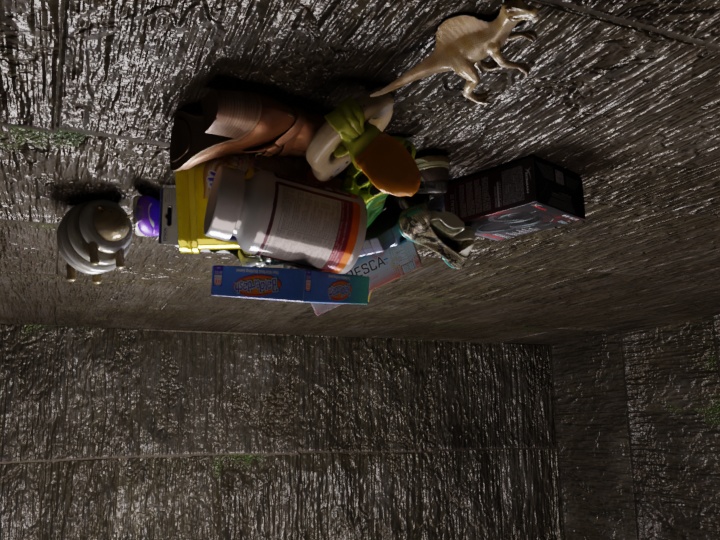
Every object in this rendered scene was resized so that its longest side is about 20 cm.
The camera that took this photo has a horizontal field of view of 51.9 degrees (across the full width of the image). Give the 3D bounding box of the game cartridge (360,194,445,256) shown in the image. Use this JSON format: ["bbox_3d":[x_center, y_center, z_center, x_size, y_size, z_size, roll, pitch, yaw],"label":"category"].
[{"bbox_3d":[0.051,-0.073,1.232,0.128,0.039,0.199,-5,-157,44],"label":"game cartridge"}]

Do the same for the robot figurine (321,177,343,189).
[{"bbox_3d":[-0.084,-0.088,1.202,0.198,0.117,0.145,-11,125,40],"label":"robot figurine"}]

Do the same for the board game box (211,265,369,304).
[{"bbox_3d":[-0.095,0.022,1.066,0.150,0.046,0.199,2,178,26],"label":"board game box"}]

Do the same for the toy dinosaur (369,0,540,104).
[{"bbox_3d":[0.110,-0.225,0.773,0.198,0.059,0.101,-21,143,39],"label":"toy dinosaur"}]

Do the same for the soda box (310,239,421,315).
[{"bbox_3d":[0.000,0.000,1.246,0.198,0.064,0.068,-24,-166,-4],"label":"soda box"}]

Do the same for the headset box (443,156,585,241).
[{"bbox_3d":[0.244,-0.110,1.219,0.148,0.079,0.198,11,162,-43],"label":"headset box"}]

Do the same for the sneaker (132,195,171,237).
[{"bbox_3d":[-0.325,-0.093,1.295,0.098,0.071,0.200,-4,176,7],"label":"sneaker"}]

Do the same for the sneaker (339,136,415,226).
[{"bbox_3d":[0.007,-0.117,1.075,0.200,0.074,0.084,-50,179,26],"label":"sneaker"}]

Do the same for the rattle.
[{"bbox_3d":[0.004,-0.124,0.932,0.142,0.131,0.200,37,148,1],"label":"rattle"}]

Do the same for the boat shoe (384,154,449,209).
[{"bbox_3d":[0.078,-0.125,1.165,0.072,0.066,0.200,1,169,-18],"label":"boat shoe"}]

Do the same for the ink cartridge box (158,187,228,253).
[{"bbox_3d":[-0.245,-0.082,1.262,0.197,0.101,0.039,5,168,-21],"label":"ink cartridge box"}]

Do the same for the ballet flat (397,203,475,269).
[{"bbox_3d":[0.138,-0.055,1.174,0.075,0.069,0.199,-25,149,28],"label":"ballet flat"}]

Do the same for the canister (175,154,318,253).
[{"bbox_3d":[-0.160,-0.103,1.063,0.196,0.151,0.087,-2,-168,-7],"label":"canister"}]

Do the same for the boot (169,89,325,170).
[{"bbox_3d":[-0.152,-0.172,0.952,0.153,0.078,0.199,3,161,-36],"label":"boot"}]

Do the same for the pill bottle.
[{"bbox_3d":[-0.099,-0.068,0.973,0.197,0.111,0.109,13,164,-20],"label":"pill bottle"}]

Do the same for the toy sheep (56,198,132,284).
[{"bbox_3d":[-0.469,-0.053,1.299,0.198,0.140,0.137,-21,158,37],"label":"toy sheep"}]

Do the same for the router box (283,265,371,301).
[{"bbox_3d":[-0.064,-0.021,1.371,0.155,0.053,0.201,12,-158,-14],"label":"router box"}]

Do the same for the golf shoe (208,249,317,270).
[{"bbox_3d":[-0.143,-0.027,1.139,0.197,0.098,0.079,20,141,12],"label":"golf shoe"}]
